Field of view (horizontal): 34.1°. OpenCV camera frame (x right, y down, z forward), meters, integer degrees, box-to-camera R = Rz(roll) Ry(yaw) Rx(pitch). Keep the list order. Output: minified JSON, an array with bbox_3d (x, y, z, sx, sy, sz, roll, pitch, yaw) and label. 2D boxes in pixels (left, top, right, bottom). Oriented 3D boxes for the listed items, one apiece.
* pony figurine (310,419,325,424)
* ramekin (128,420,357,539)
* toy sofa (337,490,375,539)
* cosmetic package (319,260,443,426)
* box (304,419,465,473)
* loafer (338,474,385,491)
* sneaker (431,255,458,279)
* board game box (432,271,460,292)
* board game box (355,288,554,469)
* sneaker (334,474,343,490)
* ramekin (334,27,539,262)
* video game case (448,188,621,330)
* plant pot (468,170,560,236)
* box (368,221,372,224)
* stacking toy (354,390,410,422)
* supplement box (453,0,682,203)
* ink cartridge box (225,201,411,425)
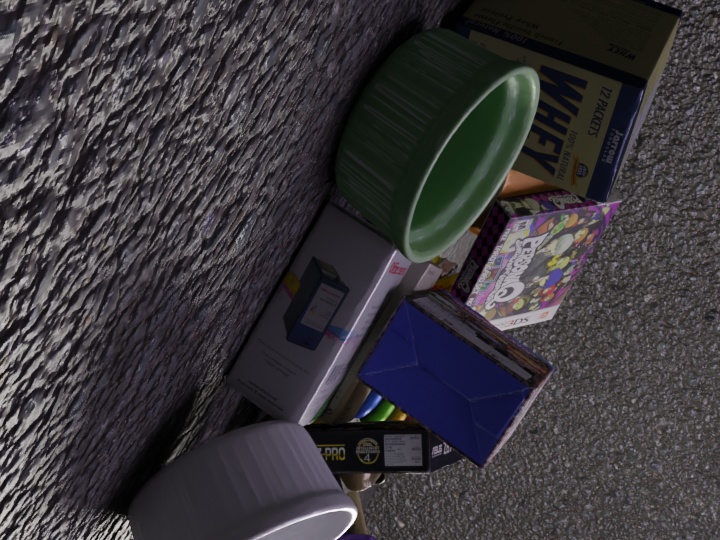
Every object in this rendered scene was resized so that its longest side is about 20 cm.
[{"bbox_3d":[0.022,0.114,1.543,0.200,0.167,0.192,-47,170,33],"label":"pony figurine"},{"bbox_3d":[-0.110,0.219,1.050,0.198,0.099,0.201,-25,158,-11],"label":"ramekin"},{"bbox_3d":[-0.087,0.294,1.305,0.098,0.197,0.084,118,-35,-48],"label":"toy sofa"},{"bbox_3d":[0.004,0.062,1.275,0.202,0.073,0.103,-58,168,5],"label":"cosmetic package"},{"bbox_3d":[0.006,0.188,1.258,0.161,0.197,0.050,12,74,-67],"label":"box"},{"bbox_3d":[0.001,0.235,1.479,0.200,0.075,0.069,9,79,-76],"label":"loafer"},{"bbox_3d":[0.057,0.006,1.498,0.079,0.090,0.200,-57,169,12],"label":"sneaker"},{"bbox_3d":[0.100,0.109,1.466,0.101,0.047,0.203,-18,126,-36],"label":"board game box"},{"bbox_3d":[0.105,0.106,1.232,0.098,0.158,0.200,-57,168,9],"label":"board game box"},{"bbox_3d":[-0.079,0.267,1.466,0.106,0.068,0.201,-20,-172,-2],"label":"sneaker"},{"bbox_3d":[0.066,-0.118,1.059,0.200,0.097,0.201,-45,158,-24],"label":"ramekin"},{"bbox_3d":[0.192,-0.008,1.367,0.179,0.036,0.202,-10,139,-36],"label":"video game case"},{"bbox_3d":[0.156,-0.126,1.375,0.182,0.199,0.202,-10,132,-58],"label":"plant pot"},{"bbox_3d":[0.000,0.000,1.357,0.201,0.032,0.122,-53,168,-32],"label":"box"},{"bbox_3d":[0.027,0.160,1.412,0.085,0.199,0.086,-45,-163,18],"label":"stacking toy"},{"bbox_3d":[0.205,-0.204,1.222,0.200,0.197,0.136,-54,161,-48],"label":"supplement box"},{"bbox_3d":[-0.034,0.044,1.157,0.202,0.087,0.145,-58,171,4],"label":"ink cartridge box"}]
